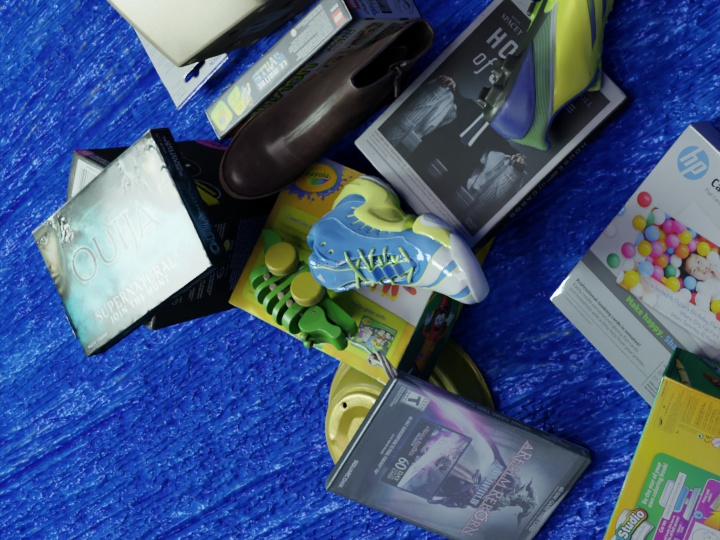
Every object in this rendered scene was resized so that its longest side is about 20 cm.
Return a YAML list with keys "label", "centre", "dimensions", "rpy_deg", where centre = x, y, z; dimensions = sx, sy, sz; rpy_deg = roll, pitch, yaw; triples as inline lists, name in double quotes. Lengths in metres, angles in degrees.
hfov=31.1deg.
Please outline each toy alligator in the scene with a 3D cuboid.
- label: "toy alligator"
  centre: [-0.046, 0.039, 1.140]
  dimensions: [0.054, 0.059, 0.200]
  rpy_deg: [-37, 59, -8]

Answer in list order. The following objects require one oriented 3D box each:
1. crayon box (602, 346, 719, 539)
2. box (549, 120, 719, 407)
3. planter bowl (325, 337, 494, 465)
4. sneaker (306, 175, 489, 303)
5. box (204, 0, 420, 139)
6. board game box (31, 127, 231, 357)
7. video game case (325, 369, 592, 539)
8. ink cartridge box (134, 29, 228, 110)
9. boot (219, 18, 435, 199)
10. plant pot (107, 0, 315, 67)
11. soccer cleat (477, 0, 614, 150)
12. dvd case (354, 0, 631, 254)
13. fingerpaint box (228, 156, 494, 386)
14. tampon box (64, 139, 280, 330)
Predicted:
- label: "crayon box"
  centre: [0.274, 0.177, 1.046]
  dimensions: [0.118, 0.058, 0.202]
  rpy_deg: [21, 118, 15]
- label: "box"
  centre: [0.270, 0.006, 1.059]
  dimensions: [0.156, 0.041, 0.201]
  rpy_deg: [48, 122, 20]
- label: "planter bowl"
  centre: [0.027, 0.153, 1.248]
  dimensions: [0.199, 0.083, 0.203]
  rpy_deg: [7, 102, 37]
- label: "sneaker"
  centre: [0.022, -0.004, 1.090]
  dimensions: [0.200, 0.105, 0.076]
  rpy_deg: [39, 164, 53]
- label: "box"
  centre: [-0.046, -0.194, 1.224]
  dimensions: [0.200, 0.110, 0.035]
  rpy_deg: [-36, 76, 36]
- label: "board game box"
  centre: [-0.214, -0.023, 1.184]
  dimensions: [0.199, 0.028, 0.136]
  rpy_deg: [-33, 79, 36]
- label: "video game case"
  centre: [0.087, 0.180, 1.168]
  dimensions: [0.199, 0.019, 0.143]
  rpy_deg: [24, 120, -12]
- label: "ink cartridge box"
  centre: [-0.203, -0.280, 1.377]
  dimensions: [0.095, 0.037, 0.201]
  rpy_deg: [-38, 72, 35]
- label: "boot"
  centre: [-0.034, -0.145, 1.146]
  dimensions: [0.073, 0.200, 0.166]
  rpy_deg: [53, 162, -3]
- label: "plant pot"
  centre: [-0.137, -0.310, 1.231]
  dimensions: [0.199, 0.199, 0.178]
  rpy_deg: [-26, 93, 38]
- label: "soccer cleat"
  centre: [0.175, -0.193, 1.070]
  dimensions: [0.083, 0.065, 0.201]
  rpy_deg: [31, 92, -10]
- label: "dvd case"
  centre: [0.111, -0.128, 1.122]
  dimensions: [0.200, 0.025, 0.151]
  rpy_deg: [-45, 70, 11]
- label: "fingerpaint box"
  centre: [0.000, 0.000, 1.213]
  dimensions: [0.199, 0.073, 0.168]
  rpy_deg: [24, 88, 32]
- label: "tampon box"
  centre: [-0.176, -0.044, 1.295]
  dimensions: [0.149, 0.199, 0.127]
  rpy_deg: [27, 113, 30]
